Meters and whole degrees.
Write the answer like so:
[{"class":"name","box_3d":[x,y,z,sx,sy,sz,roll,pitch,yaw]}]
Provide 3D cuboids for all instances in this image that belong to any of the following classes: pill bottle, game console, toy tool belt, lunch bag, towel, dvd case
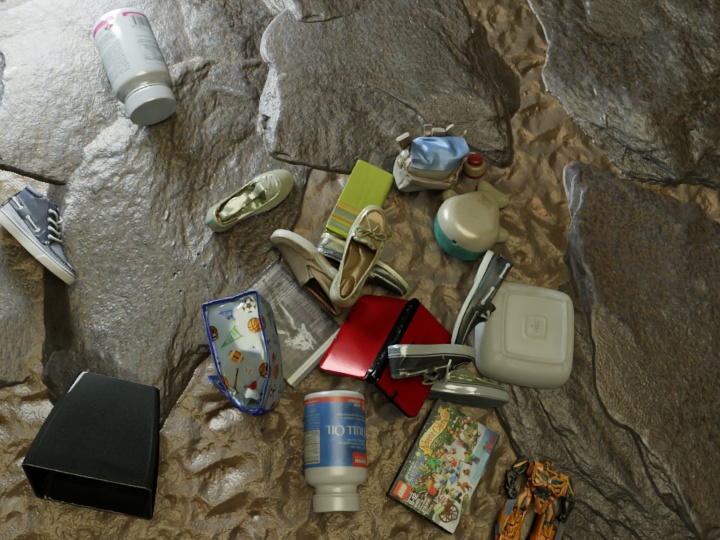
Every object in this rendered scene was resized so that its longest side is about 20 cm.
[{"class":"pill bottle","box_3d":[-0.433,-0.391,1.660,0.112,0.113,0.202,-20,77,-16]},{"class":"pill bottle","box_3d":[-0.044,0.319,1.507,0.111,0.112,0.203,1,73,-10]},{"class":"game console","box_3d":[0.050,0.154,1.585,0.172,0.118,0.201,45,51,-17]},{"class":"toy tool belt","box_3d":[0.162,-0.229,1.698,0.198,0.124,0.126,-8,47,-12]},{"class":"lunch bag","box_3d":[-0.197,0.152,1.491,0.122,0.170,0.202,-15,82,2]},{"class":"towel","box_3d":[0.001,-0.132,1.678,0.085,0.018,0.201,25,52,-2]},{"class":"dvd case","box_3d":[-0.142,0.099,1.609,0.200,0.016,0.149,45,70,6]}]

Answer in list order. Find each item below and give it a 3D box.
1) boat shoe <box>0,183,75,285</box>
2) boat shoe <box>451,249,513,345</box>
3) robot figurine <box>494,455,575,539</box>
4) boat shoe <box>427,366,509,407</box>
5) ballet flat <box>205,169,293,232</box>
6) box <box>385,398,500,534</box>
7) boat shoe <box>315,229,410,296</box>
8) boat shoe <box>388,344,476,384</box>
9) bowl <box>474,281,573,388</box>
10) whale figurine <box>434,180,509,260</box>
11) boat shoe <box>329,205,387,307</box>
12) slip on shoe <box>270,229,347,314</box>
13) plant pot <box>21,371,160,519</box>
[{"class":"boat shoe","box_3d":[-0.566,-0.069,1.551,0.200,0.075,0.093,43,78,5]},{"class":"boat shoe","box_3d":[0.228,0.058,1.612,0.060,0.076,0.202,23,78,8]},{"class":"robot figurine","box_3d":[0.317,0.440,1.564,0.144,0.058,0.202,25,70,-3]},{"class":"boat shoe","box_3d":[0.183,0.210,1.607,0.197,0.072,0.063,11,63,-5]},{"class":"ballet flat","box_3d":[-0.207,-0.139,1.647,0.199,0.070,0.070,-37,82,-19]},{"class":"box","box_3d":[0.152,0.356,1.570,0.136,0.038,0.201,31,70,0]},{"class":"boat shoe","box_3d":[0.000,-0.001,1.643,0.200,0.072,0.066,33,75,7]},{"class":"boat shoe","box_3d":[0.131,0.166,1.518,0.198,0.073,0.069,6,78,-45]},{"class":"bowl","box_3d":[0.325,0.119,1.661,0.197,0.075,0.202,9,73,-7]},{"class":"whale figurine","box_3d":[0.222,-0.098,1.711,0.158,0.104,0.200,36,46,5]},{"class":"boat shoe","box_3d":[0.003,-0.028,1.576,0.073,0.063,0.202,20,79,-4]},{"class":"slip on shoe","box_3d":[-0.097,0.004,1.619,0.200,0.076,0.061,42,60,-3]},{"class":"plant pot","box_3d":[-0.417,0.283,1.415,0.198,0.200,0.179,14,60,-6]}]
